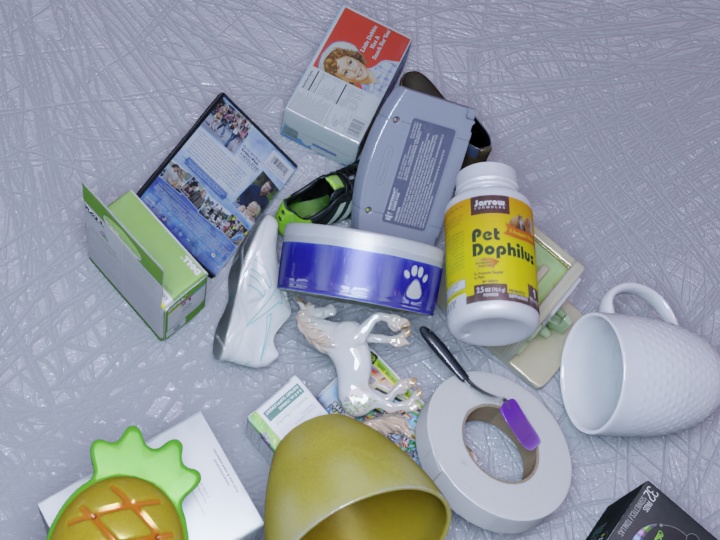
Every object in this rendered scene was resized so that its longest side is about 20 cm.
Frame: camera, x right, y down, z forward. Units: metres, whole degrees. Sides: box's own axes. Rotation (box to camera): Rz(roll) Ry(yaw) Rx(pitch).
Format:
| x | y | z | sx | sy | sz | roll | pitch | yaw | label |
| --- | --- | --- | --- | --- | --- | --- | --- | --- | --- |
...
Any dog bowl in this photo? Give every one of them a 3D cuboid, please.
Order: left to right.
| x | y | z | sx | sy | sz | roll | pitch | yaw | label |
| --- | --- | --- | --- | --- | --- | --- | --- | --- | --- |
| 0.000 | 0.000 | 1.322 | 0.196 | 0.200 | 0.080 | 10 | 87 | -7 | dog bowl |

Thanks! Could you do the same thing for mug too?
| x | y | z | sx | sy | sz | roll | pitch | yaw | label |
| --- | --- | --- | --- | --- | --- | --- | --- | --- | --- |
| 0.358 | 0.109 | 1.382 | 0.172 | 0.148 | 0.204 | 6 | 62 | -21 | mug |

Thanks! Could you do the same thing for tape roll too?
| x | y | z | sx | sy | sz | roll | pitch | yaw | label |
| --- | --- | --- | --- | --- | --- | --- | --- | --- | --- |
| 0.160 | 0.215 | 1.317 | 0.199 | 0.037 | 0.205 | 16 | 48 | -18 | tape roll |

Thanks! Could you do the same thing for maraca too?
| x | y | z | sx | sy | sz | roll | pitch | yaw | label |
| --- | --- | --- | --- | --- | --- | --- | --- | --- | --- |
| -0.227 | 0.251 | 1.054 | 0.135 | 0.107 | 0.203 | 20 | 64 | -10 | maraca |

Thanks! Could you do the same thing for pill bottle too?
| x | y | z | sx | sy | sz | roll | pitch | yaw | label |
| --- | --- | --- | --- | --- | --- | --- | --- | --- | --- |
| 0.153 | -0.022 | 1.300 | 0.107 | 0.110 | 0.204 | 4 | 64 | -9 | pill bottle |

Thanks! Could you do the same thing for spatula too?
| x | y | z | sx | sy | sz | roll | pitch | yaw | label |
| --- | --- | --- | --- | --- | --- | --- | --- | --- | --- |
| 0.142 | 0.139 | 1.328 | 0.200 | 0.021 | 0.056 | 43 | 24 | 14 | spatula |

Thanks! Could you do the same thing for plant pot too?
| x | y | z | sx | sy | sz | roll | pitch | yaw | label |
| --- | --- | --- | --- | --- | --- | --- | --- | --- | --- |
| -0.022 | 0.237 | 1.150 | 0.197 | 0.202 | 0.143 | -14 | 47 | -17 | plant pot |

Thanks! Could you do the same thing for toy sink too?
| x | y | z | sx | sy | sz | roll | pitch | yaw | label |
| --- | --- | --- | --- | --- | --- | --- | --- | --- | --- |
| 0.204 | 0.029 | 1.405 | 0.200 | 0.112 | 0.130 | 42 | 65 | 9 | toy sink |

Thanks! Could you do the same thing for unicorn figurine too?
| x | y | z | sx | sy | sz | roll | pitch | yaw | label |
| --- | --- | --- | --- | --- | --- | --- | --- | --- | --- |
| -0.003 | 0.101 | 1.308 | 0.135 | 0.074 | 0.204 | -9 | 70 | -1 | unicorn figurine |

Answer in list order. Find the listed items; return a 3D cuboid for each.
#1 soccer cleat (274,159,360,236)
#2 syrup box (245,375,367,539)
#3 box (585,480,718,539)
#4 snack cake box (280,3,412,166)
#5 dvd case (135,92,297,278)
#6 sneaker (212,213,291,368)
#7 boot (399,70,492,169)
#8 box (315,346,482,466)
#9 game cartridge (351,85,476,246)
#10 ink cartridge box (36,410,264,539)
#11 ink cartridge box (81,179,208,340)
| x | y | z | sx | sy | sz | roll | pitch | yaw | label |
| --- | --- | --- | --- | --- | --- | --- | --- | --- | --- |
| -0.024 | -0.103 | 1.436 | 0.198 | 0.081 | 0.068 | -31 | 74 | -22 | soccer cleat |
| -0.042 | 0.231 | 1.279 | 0.078 | 0.082 | 0.200 | -38 | 77 | -21 | syrup box |
| 0.313 | 0.377 | 1.262 | 0.148 | 0.125 | 0.200 | 39 | 63 | 8 | box |
| -0.018 | -0.255 | 1.516 | 0.113 | 0.067 | 0.202 | 25 | 63 | 3 | snack cake box |
| -0.185 | -0.112 | 1.414 | 0.143 | 0.017 | 0.201 | 43 | 63 | -16 | dvd case |
| -0.126 | 0.028 | 1.371 | 0.079 | 0.070 | 0.204 | 19 | 65 | -19 | sneaker |
| 0.122 | -0.212 | 1.507 | 0.074 | 0.097 | 0.202 | -24 | 73 | -21 | boot |
| 0.041 | 0.202 | 1.335 | 0.200 | 0.035 | 0.110 | 44 | 65 | 10 | box |
| 0.062 | -0.127 | 1.413 | 0.131 | 0.041 | 0.204 | 11 | 103 | -29 | game cartridge |
| -0.226 | 0.278 | 1.184 | 0.198 | 0.146 | 0.146 | -27 | 73 | -21 | ink cartridge box |
| -0.250 | -0.026 | 1.287 | 0.075 | 0.201 | 0.148 | -39 | 78 | -24 | ink cartridge box |
